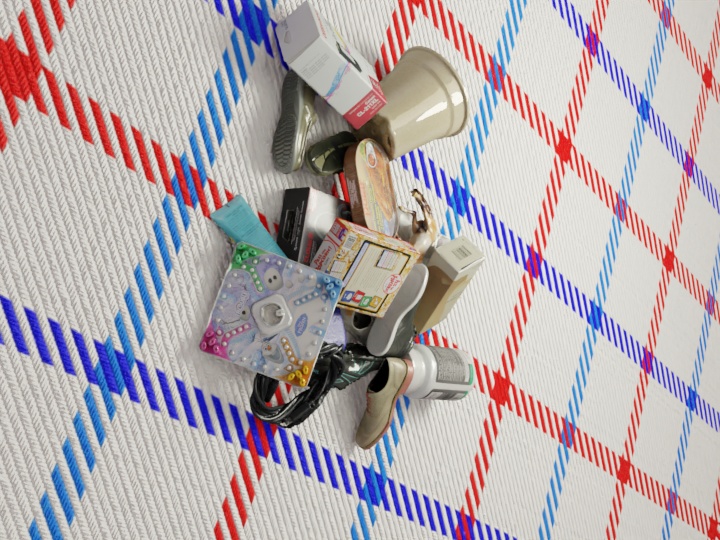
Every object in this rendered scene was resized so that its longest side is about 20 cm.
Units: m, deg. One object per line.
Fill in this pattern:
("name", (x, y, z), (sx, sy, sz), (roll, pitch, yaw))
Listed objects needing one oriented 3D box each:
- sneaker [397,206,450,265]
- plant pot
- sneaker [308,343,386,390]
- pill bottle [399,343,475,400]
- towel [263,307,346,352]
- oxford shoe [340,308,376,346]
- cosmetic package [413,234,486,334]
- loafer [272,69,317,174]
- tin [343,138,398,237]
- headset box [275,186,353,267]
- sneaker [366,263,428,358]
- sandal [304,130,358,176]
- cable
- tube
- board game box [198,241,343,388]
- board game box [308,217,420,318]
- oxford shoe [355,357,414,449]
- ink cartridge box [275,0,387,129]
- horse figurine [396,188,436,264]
("sneaker", (0.142, -0.072, 1.910), (0.200, 0.099, 0.075), (40, 64, -36))
("plant pot", (0.085, -0.314, 1.807), (0.183, 0.200, 0.202), (-37, 116, -27))
("sneaker", (-0.030, 0.188, 1.768), (0.199, 0.075, 0.080), (5, 104, -42))
("pill bottle", (0.141, 0.213, 1.897), (0.199, 0.112, 0.114), (12, 82, -45))
("towel", (-0.119, 0.084, 1.659), (0.199, 0.049, 0.149), (6, 65, -43))
("oxford shoe", (0.024, 0.112, 1.820), (0.200, 0.057, 0.076), (35, 63, -41))
("cosmetic package", (0.166, 0.031, 1.869), (0.071, 0.201, 0.105), (45, 45, 19))
("loafer", (-0.110, -0.272, 1.672), (0.069, 0.075, 0.202), (15, 79, -40))
("tin", (0.019, -0.149, 1.729), (0.112, 0.042, 0.202), (-5, 85, -57))
("headset box", (-0.074, -0.064, 1.707), (0.199, 0.077, 0.150), (19, 76, -45))
("sneaker", (0.087, 0.085, 1.797), (0.201, 0.070, 0.099), (-63, 148, -4))
("sandal", (-0.053, -0.219, 1.741), (0.200, 0.057, 0.080), (-20, 83, -55))
("cable", (-0.111, 0.193, 1.627), (0.200, 0.051, 0.163), (-43, 135, -1))
("tube", (-0.176, -0.039, 1.600), (0.201, 0.050, 0.077), (52, 49, -6))
("board game box", (-0.152, 0.075, 1.554), (0.198, 0.026, 0.202), (21, 82, -4))
("board game box", (0.000, 0.000, 1.678), (0.199, 0.046, 0.152), (17, 109, -44))
("oxford shoe", (0.029, 0.259, 1.793), (0.074, 0.070, 0.202), (20, 96, -39))
("ink cartridge box", (-0.054, -0.380, 1.675), (0.200, 0.083, 0.146), (38, 23, -39))
("horse figurine", (0.108, -0.068, 1.820), (0.133, 0.050, 0.201), (47, 55, -40))
